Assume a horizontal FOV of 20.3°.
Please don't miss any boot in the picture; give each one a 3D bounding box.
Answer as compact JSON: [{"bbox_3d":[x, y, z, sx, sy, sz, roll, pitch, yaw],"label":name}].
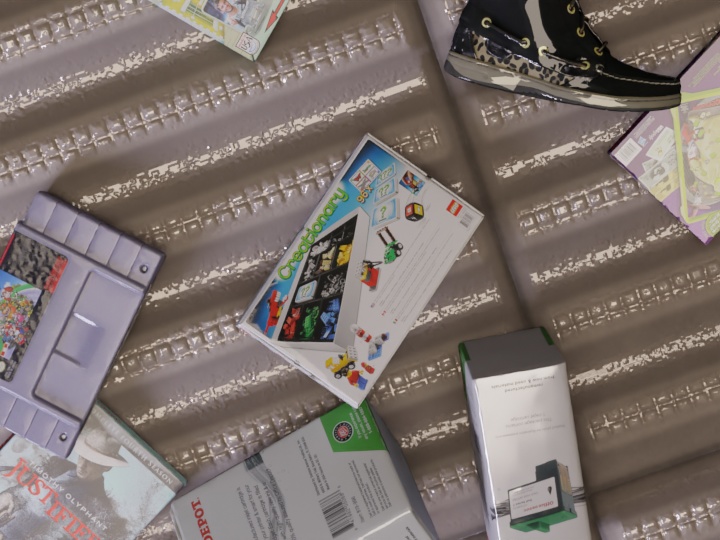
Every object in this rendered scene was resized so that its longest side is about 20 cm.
[{"bbox_3d":[0.180,-0.219,1.691,0.202,0.073,0.155,11,100,7],"label":"boot"}]

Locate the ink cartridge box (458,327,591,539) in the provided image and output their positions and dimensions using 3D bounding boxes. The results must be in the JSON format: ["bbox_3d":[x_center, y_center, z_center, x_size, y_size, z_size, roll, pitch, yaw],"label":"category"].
[{"bbox_3d":[0.142,0.166,1.729,0.084,0.146,0.201,-10,101,0],"label":"ink cartridge box"}]

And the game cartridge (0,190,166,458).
[{"bbox_3d":[-0.268,0.046,1.749,0.129,0.038,0.201,26,96,-1],"label":"game cartridge"}]

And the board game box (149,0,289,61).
[{"bbox_3d":[-0.098,-0.297,1.703,0.134,0.029,0.201,29,99,-6],"label":"board game box"}]

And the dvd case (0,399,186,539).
[{"bbox_3d":[-0.274,0.212,1.796,0.146,0.022,0.200,43,95,-8],"label":"dvd case"}]

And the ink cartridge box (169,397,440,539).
[{"bbox_3d":[-0.048,0.222,1.731,0.199,0.147,0.083,-29,135,5],"label":"ink cartridge box"}]

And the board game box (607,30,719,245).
[{"bbox_3d":[0.323,-0.135,1.736,0.120,0.032,0.200,43,98,-3],"label":"board game box"}]

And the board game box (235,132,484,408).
[{"bbox_3d":[0.000,0.000,1.728,0.126,0.035,0.200,35,82,-5],"label":"board game box"}]
